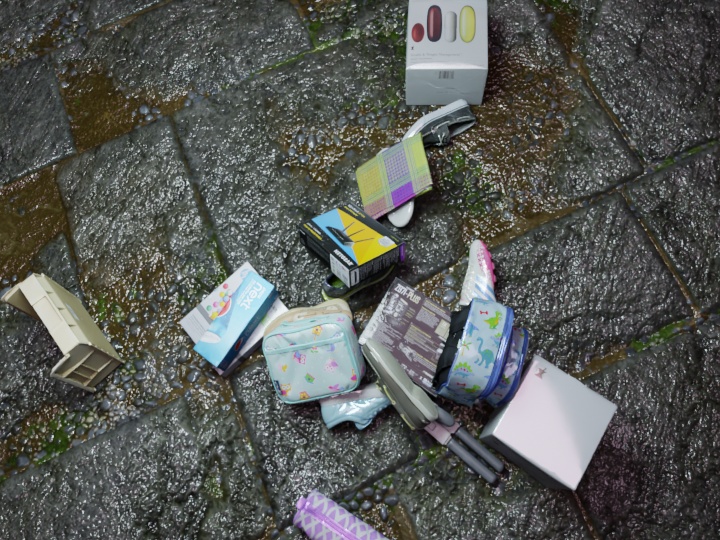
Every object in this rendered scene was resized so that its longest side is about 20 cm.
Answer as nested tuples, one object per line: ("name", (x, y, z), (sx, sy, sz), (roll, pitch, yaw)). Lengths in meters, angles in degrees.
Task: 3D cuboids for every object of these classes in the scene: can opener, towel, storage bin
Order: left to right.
("storage bin", (-0.616, 0.131, 1.208), (0.093, 0.199, 0.200), (-39, 73, -13))
("towel", (0.072, -0.206, 1.301), (0.198, 0.023, 0.147), (-27, 64, 34))
("can opener", (0.196, 0.338, 1.148), (0.199, 0.067, 0.054), (39, 79, 15))

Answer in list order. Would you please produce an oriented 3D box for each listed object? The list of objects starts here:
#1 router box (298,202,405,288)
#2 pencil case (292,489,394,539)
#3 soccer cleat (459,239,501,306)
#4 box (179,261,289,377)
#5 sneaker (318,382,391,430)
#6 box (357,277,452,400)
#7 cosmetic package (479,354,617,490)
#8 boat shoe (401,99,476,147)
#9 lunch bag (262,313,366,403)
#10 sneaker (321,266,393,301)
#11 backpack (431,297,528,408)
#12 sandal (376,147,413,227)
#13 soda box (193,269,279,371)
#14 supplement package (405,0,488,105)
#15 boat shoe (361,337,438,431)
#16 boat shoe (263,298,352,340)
("router box", (-0.021, -0.060, 1.237), (0.147, 0.052, 0.199), (-26, 44, -26))
("pencil case", (-0.035, 0.503, 1.104), (0.197, 0.086, 0.085), (27, 74, 13))
("soccer cleat", (0.247, 0.033, 1.239), (0.084, 0.070, 0.205), (-8, 73, -3))
("box", (-0.273, 0.106, 1.272), (0.199, 0.041, 0.156), (-41, 75, -10))
("sneaker", (0.016, 0.279, 1.188), (0.195, 0.074, 0.084), (-9, 90, 4))
("box", (0.114, 0.143, 1.206), (0.197, 0.086, 0.166), (30, 77, 13))
("cosmetic package", (0.340, 0.287, 1.084), (0.165, 0.201, 0.168), (32, 77, 14))
("boat shoe", (0.187, -0.330, 1.359), (0.198, 0.072, 0.071), (-34, 68, -9))
("lunch bag", (-0.098, 0.173, 1.164), (0.195, 0.077, 0.164), (-14, 103, 16))
("sneaker", (0.000, 0.000, 1.264), (0.198, 0.081, 0.074), (-37, 73, -8))
("backpack", (0.221, 0.148, 1.048), (0.144, 0.201, 0.187), (17, 73, 8))
("sandal", (0.088, -0.194, 1.333), (0.082, 0.049, 0.207), (-31, 61, 36))
("soda box", (-0.258, 0.105, 1.217), (0.067, 0.064, 0.202), (32, 77, 12))
("supplement package", (0.203, -0.523, 1.381), (0.186, 0.147, 0.205), (1, 73, 5))
("boat shoe", (0.064, 0.221, 1.117), (0.060, 0.072, 0.202), (-41, 88, 18))
("boat shoe", (-0.112, 0.118, 1.229), (0.196, 0.065, 0.073), (-22, 116, -4))
